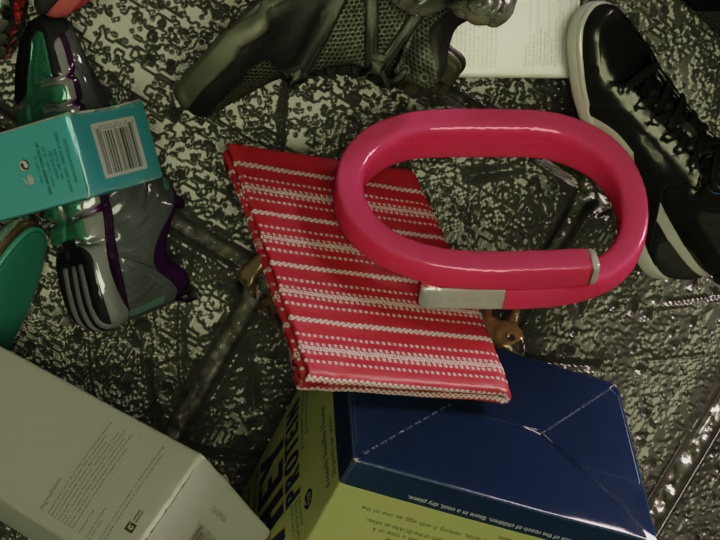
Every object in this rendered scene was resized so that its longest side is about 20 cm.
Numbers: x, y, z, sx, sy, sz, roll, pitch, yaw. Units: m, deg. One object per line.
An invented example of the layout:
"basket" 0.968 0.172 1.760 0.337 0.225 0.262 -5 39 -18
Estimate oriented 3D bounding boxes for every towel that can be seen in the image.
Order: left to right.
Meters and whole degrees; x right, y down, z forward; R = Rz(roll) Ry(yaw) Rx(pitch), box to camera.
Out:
"towel" 0.000 0.000 0.948 0.143 0.201 0.023 6 132 -28

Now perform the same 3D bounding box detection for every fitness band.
"fitness band" 0.081 -0.042 0.965 0.197 0.145 0.038 0 140 -8

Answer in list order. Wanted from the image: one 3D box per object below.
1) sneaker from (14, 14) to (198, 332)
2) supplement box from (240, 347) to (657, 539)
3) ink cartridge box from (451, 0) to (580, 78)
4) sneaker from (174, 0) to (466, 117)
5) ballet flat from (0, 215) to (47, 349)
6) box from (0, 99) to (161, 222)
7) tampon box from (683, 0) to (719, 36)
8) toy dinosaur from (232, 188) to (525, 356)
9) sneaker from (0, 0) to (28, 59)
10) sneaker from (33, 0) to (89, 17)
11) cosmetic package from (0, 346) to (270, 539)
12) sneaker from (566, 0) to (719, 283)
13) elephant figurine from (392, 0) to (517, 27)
"sneaker" -0.162 -0.066 1.005 0.087 0.074 0.203 -15 98 -35
"supplement box" 0.041 0.160 0.972 0.198 0.135 0.201 17 126 -16
"ink cartridge box" 0.041 -0.181 1.013 0.197 0.050 0.111 -1 100 -7
"sneaker" -0.012 -0.132 0.949 0.198 0.076 0.115 -34 96 -6
"ballet flat" -0.263 0.052 1.001 0.073 0.074 0.202 20 93 -10
"box" -0.224 -0.051 0.932 0.198 0.082 0.050 -13 96 26
"tampon box" 0.311 -0.194 0.971 0.126 0.200 0.150 39 93 -12
"toy dinosaur" 0.004 0.005 1.021 0.135 0.086 0.201 -40 95 -3
"sneaker" -0.251 -0.233 0.950 0.094 0.079 0.203 4 96 -4
"sneaker" -0.110 -0.207 0.970 0.200 0.074 0.087 -40 109 -9
"cosmetic package" -0.166 0.129 0.939 0.085 0.199 0.108 -54 145 -17
"sneaker" 0.213 -0.086 1.006 0.073 0.111 0.202 -42 118 -34
"elephant figurine" 0.081 -0.202 0.830 0.140 0.200 0.157 15 86 -15
